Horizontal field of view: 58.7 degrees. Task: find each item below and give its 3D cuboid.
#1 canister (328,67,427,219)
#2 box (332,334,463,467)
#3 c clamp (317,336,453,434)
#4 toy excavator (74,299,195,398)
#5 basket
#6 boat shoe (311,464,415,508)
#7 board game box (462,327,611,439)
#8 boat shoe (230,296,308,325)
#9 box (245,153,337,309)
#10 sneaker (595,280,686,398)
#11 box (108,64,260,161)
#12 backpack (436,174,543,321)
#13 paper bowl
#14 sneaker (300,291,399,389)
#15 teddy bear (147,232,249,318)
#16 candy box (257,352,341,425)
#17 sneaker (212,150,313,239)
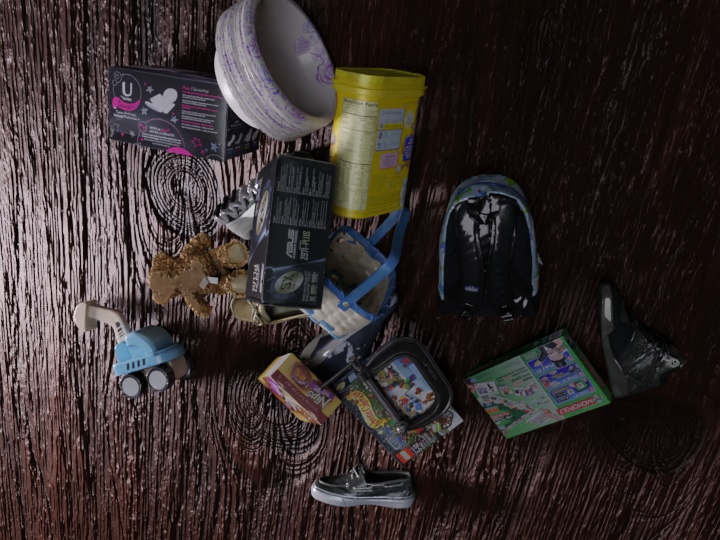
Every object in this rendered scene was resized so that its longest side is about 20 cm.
[{"bbox_3d":[0.018,-0.187,0.936,0.086,0.148,0.201,23,117,35],"label":"canister"},{"bbox_3d":[0.066,0.225,1.087,0.136,0.038,0.200,-38,114,2],"label":"box"},{"bbox_3d":[0.054,0.194,1.041,0.171,0.027,0.200,-42,112,-2],"label":"c clamp"},{"bbox_3d":[-0.437,0.137,1.226,0.193,0.100,0.201,-16,92,18],"label":"toy excavator"},{"bbox_3d":[0.000,0.000,0.999,0.139,0.177,0.200,43,120,-14],"label":"basket"},{"bbox_3d":[0.005,0.400,1.213,0.198,0.072,0.072,0,102,5],"label":"boat shoe"},{"bbox_3d":[0.285,0.190,1.049,0.199,0.029,0.135,-32,100,36],"label":"board game box"},{"bbox_3d":[-0.144,0.059,1.121,0.199,0.063,0.074,-5,109,17],"label":"boat shoe"},{"bbox_3d":[-0.104,-0.050,0.919,0.085,0.164,0.202,7,89,-18],"label":"box"},{"bbox_3d":[0.422,0.098,0.974,0.113,0.076,0.201,-14,109,18],"label":"sneaker"},{"bbox_3d":[-0.269,-0.252,1.001,0.198,0.132,0.116,13,111,12],"label":"box"},{"bbox_3d":[0.189,-0.042,0.959,0.162,0.154,0.201,-1,132,18],"label":"backpack"},{"bbox_3d":[-0.127,-0.284,0.913,0.104,0.201,0.202,-17,105,32],"label":"paper bowl"},{"bbox_3d":[0.017,0.135,1.103,0.202,0.077,0.146,-40,108,13],"label":"sneaker"},{"bbox_3d":[-0.279,0.006,1.140,0.199,0.067,0.146,-26,98,19],"label":"teddy bear"},{"bbox_3d":[-0.110,0.205,1.103,0.117,0.200,0.056,45,74,-4],"label":"candy box"},{"bbox_3d":[-0.148,-0.124,1.058,0.199,0.075,0.081,-32,118,22],"label":"sneaker"}]
